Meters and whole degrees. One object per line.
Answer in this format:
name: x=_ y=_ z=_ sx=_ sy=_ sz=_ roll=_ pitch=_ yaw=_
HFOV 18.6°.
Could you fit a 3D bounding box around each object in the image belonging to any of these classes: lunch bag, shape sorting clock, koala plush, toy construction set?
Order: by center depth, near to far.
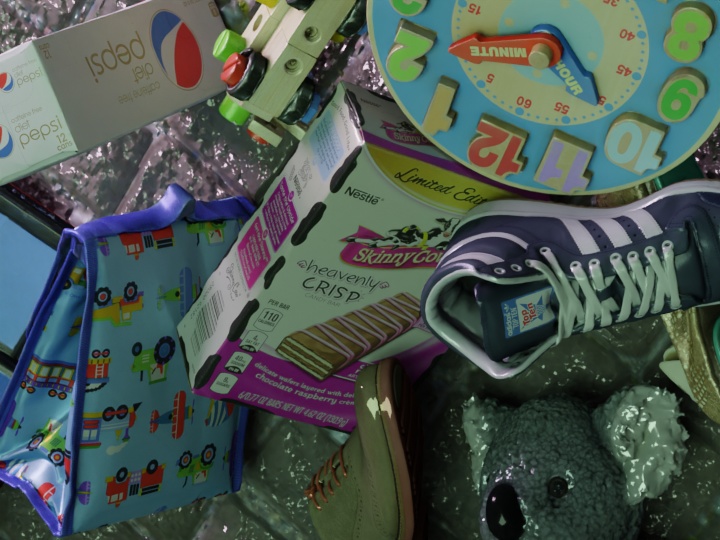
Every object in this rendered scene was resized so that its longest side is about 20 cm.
shape sorting clock: x=0.098 y=-0.121 z=1.150 sx=0.198 sy=0.039 sz=0.201 roll=12 pitch=134 yaw=12
toy construction set: x=-0.034 y=-0.154 z=1.259 sx=0.091 sy=0.131 sz=0.201 roll=11 pitch=118 yaw=-18
koala plush: x=0.117 y=0.165 z=1.276 sx=0.176 sy=0.183 sz=0.202 roll=-11 pitch=79 yaw=41
lunch bag: x=-0.131 y=0.044 z=1.341 sx=0.094 sy=0.150 sz=0.201 roll=33 pitch=117 yaw=34

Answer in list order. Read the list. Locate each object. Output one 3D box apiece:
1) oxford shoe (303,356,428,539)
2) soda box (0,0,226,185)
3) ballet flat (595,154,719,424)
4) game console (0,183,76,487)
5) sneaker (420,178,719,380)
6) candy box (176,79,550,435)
oxford shoe: x=0.001 y=0.132 z=1.315 sx=0.074 sy=0.071 sz=0.201 roll=2 pitch=131 yaw=6
soda box: x=-0.147 y=-0.112 z=1.280 sx=0.063 sy=0.200 sz=0.069 roll=-19 pitch=97 yaw=29
ballet flat: x=0.190 y=0.022 z=1.236 sx=0.065 sy=0.070 sz=0.201 roll=-23 pitch=89 yaw=49
game console: x=-0.278 y=0.029 z=1.414 sx=0.199 sy=0.119 sz=0.173 roll=34 pitch=119 yaw=-4
sneaker: x=0.127 y=0.006 z=1.151 sx=0.198 sy=0.109 sz=0.071 roll=-2 pitch=114 yaw=26
candy box: x=0.000 y=0.000 z=1.277 sx=0.201 sy=0.136 sz=0.061 roll=-55 pitch=34 yaw=29
